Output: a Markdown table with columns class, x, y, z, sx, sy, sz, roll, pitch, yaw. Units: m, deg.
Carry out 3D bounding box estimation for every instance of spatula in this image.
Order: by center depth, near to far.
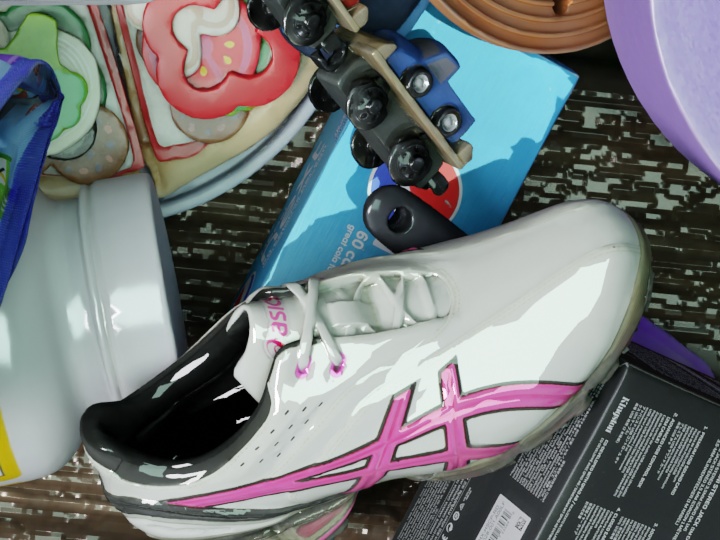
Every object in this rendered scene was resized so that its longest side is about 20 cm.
| class | x | y | z | sx | sy | sz | roll | pitch | yaw |
| --- | --- | --- | --- | --- | --- | --- | --- | --- | --- |
| spatula | 0.064 | 0.020 | 1.054 | 0.057 | 0.021 | 0.200 | -53 | 134 | -1 |

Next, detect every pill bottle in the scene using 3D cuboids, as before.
| class | x | y | z | sx | sy | sz | roll | pitch | yaw |
| --- | --- | --- | --- | --- | --- | --- | --- | --- | --- |
| pill bottle | -0.163 | 0.025 | 1.035 | 0.199 | 0.112 | 0.113 | -10 | 99 | -1 |

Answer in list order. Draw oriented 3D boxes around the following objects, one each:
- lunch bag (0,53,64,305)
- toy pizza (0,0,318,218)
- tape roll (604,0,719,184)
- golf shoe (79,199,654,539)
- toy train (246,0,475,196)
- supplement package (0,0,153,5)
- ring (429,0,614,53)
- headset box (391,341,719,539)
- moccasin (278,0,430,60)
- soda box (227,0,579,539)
| class | x | y | z | sx | sy | sz | roll | pitch | yaw |
| --- | --- | --- | --- | --- | --- | --- | --- | --- | --- |
| lunch bag | -0.191 | -0.021 | 0.956 | 0.149 | 0.201 | 0.094 | 3 | 133 | 13 |
| toy pizza | -0.097 | -0.114 | 1.060 | 0.199 | 0.032 | 0.202 | -1 | 99 | -4 |
| tape roll | 0.186 | -0.106 | 1.002 | 0.198 | 0.085 | 0.201 | -1 | 100 | -5 |
| golf shoe | 0.002 | 0.033 | 0.971 | 0.199 | 0.073 | 0.092 | -31 | 143 | 13 |
| toy train | -0.019 | -0.100 | 0.966 | 0.046 | 0.034 | 0.200 | -46 | 125 | -13 |
| supplement package | -0.173 | -0.188 | 0.925 | 0.146 | 0.199 | 0.193 | 3 | 90 | 37 |
| ring | 0.063 | -0.175 | 1.014 | 0.200 | 0.019 | 0.202 | -10 | 104 | -45 |
| headset box | 0.113 | 0.116 | 1.059 | 0.199 | 0.075 | 0.149 | 23 | 98 | -34 |
| moccasin | 0.006 | -0.172 | 1.025 | 0.068 | 0.080 | 0.201 | 28 | 76 | -49 |
| soda box | 0.000 | 0.000 | 1.068 | 0.068 | 0.064 | 0.201 | 27 | 96 | -8 |
